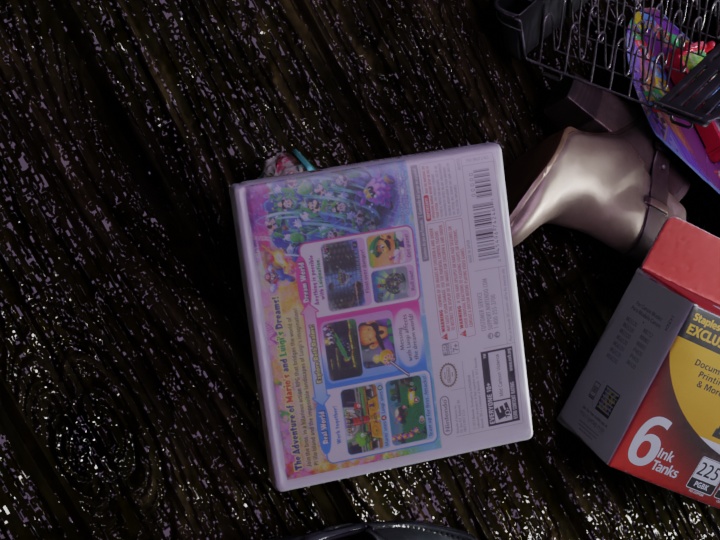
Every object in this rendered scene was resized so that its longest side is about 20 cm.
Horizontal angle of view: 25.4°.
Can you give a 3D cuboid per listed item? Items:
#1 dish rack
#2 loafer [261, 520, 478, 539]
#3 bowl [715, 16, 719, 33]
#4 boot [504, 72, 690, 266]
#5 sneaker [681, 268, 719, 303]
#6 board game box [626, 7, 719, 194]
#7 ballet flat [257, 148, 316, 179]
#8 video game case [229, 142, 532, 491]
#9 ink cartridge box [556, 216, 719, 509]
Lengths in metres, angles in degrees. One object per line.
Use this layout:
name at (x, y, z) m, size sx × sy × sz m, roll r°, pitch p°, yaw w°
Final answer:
dish rack at (0.217, -0.183, 1.203) m, size 0.153 × 0.199 × 0.055 m, roll -43°, pitch 145°, yaw -33°
loafer at (0.004, 0.197, 1.033) m, size 0.199 × 0.070 × 0.069 m, roll 2°, pitch 79°, yaw -33°
bowl at (0.361, -0.233, 1.312) m, size 0.104 × 0.201 × 0.203 m, roll 3°, pitch 77°, yaw -12°
boot at (0.180, -0.050, 1.206) m, size 0.146 × 0.070 × 0.201 m, roll 42°, pitch 58°, yaw -19°
sneaker at (0.307, 0.039, 1.269) m, size 0.199 × 0.075 × 0.117 m, roll -23°, pitch 95°, yaw -36°
board game box at (0.289, -0.133, 1.276) m, size 0.200 × 0.039 × 0.159 m, roll 37°, pitch 41°, yaw -28°
ballet flat at (0.000, 0.000, 1.087) m, size 0.200 × 0.076 × 0.064 m, roll 41°, pitch 91°, yaw -14°
video game case at (0.016, 0.029, 1.044) m, size 0.180 × 0.024 × 0.202 m, roll -10°, pitch 100°, yaw -14°
ink cartridge box at (0.276, 0.081, 1.186) m, size 0.199 × 0.084 × 0.177 m, roll 22°, pitch 100°, yaw -27°
